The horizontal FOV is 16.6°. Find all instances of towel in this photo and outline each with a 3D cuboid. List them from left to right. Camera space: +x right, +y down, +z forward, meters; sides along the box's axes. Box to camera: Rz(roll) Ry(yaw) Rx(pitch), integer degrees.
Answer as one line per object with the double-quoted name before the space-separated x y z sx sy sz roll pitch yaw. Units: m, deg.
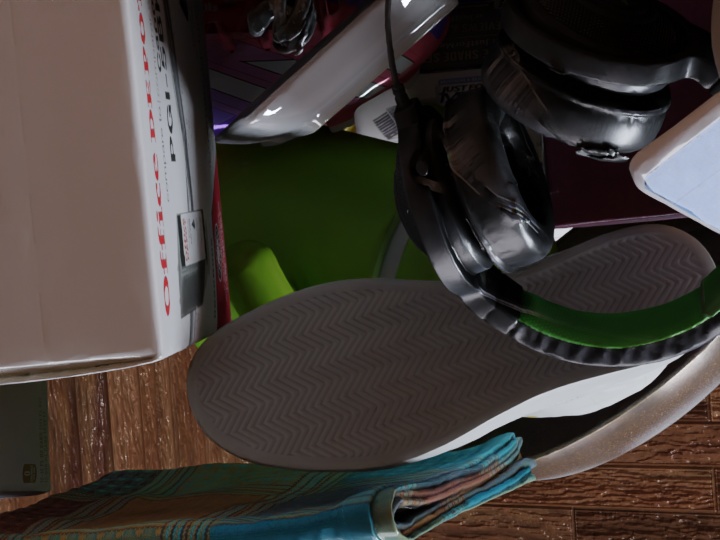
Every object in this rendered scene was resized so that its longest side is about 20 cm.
"towel" -0.049 0.089 0.952 0.199 0.022 0.147 -6 -177 25

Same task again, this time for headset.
"headset" 0.053 -0.043 0.819 0.124 0.200 0.094 -47 -168 26

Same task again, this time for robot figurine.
"robot figurine" 0.000 0.000 1.088 0.199 0.116 0.175 15 -149 28

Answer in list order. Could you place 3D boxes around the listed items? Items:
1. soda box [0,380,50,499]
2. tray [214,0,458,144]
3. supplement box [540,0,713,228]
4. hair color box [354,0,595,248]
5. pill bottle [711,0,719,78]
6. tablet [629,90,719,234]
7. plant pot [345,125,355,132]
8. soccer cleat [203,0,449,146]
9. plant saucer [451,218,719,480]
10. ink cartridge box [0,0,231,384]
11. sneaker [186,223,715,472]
"soda box" -0.173 -0.007 1.004 0.068 0.201 0.064 -6 174 28
"tray" -0.006 -0.081 0.941 0.107 0.022 0.200 -41 -175 -4
"supplement box" 0.135 -0.077 0.956 0.085 0.111 0.200 -4 -178 22
"hair color box" 0.060 -0.041 1.212 0.109 0.201 0.065 -4 -135 7
"pill bottle" 0.217 -0.072 0.819 0.199 0.112 0.111 9 174 -32
"tablet" 0.190 -0.055 0.730 0.130 0.014 0.200 26 135 -28
"plant pot" 0.080 -0.059 1.341 0.199 0.201 0.142 -4 -150 8
"soccer cleat" -0.060 -0.093 1.061 0.199 0.077 0.067 -18 -146 0
"plant saucer" 0.116 0.026 1.095 0.200 0.032 0.200 -35 -162 14
"ink cartridge box" -0.103 -0.039 0.903 0.082 0.148 0.200 -5 -178 4
"sneaker" 0.035 0.040 0.952 0.199 0.074 0.116 -11 169 -1
